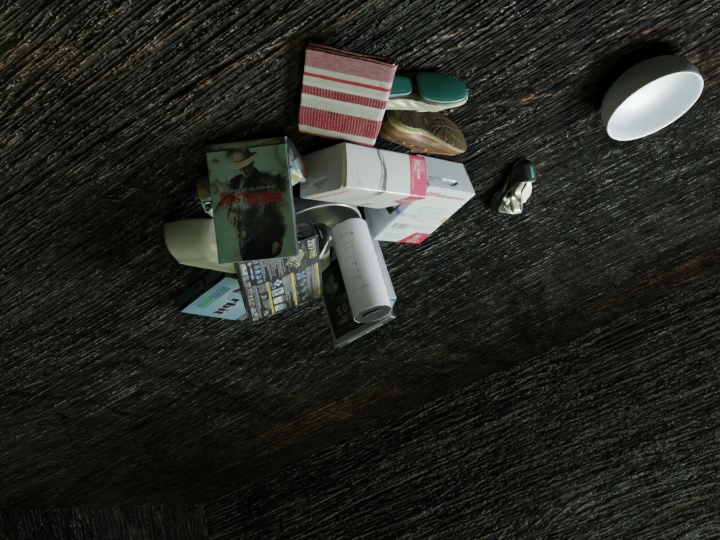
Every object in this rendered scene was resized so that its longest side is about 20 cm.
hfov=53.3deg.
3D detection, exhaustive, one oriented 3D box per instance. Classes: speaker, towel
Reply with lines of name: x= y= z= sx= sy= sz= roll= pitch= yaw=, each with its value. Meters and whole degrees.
speaker: x=0.000 y=0.000 z=1.444 sx=0.080 sy=0.203 sz=0.082 roll=-14 pitch=156 yaw=-7
towel: x=-0.027 y=-0.281 z=1.162 sx=0.141 sy=0.023 sz=0.201 roll=11 pitch=151 yaw=-4

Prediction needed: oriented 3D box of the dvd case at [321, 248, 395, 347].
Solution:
dvd case: x=-0.018 y=0.039 z=1.514 sx=0.149 sy=0.203 sz=0.025 roll=-29 pitch=154 yaw=25

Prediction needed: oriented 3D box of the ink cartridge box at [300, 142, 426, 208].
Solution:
ink cartridge box: x=0.005 y=-0.173 z=1.334 sx=0.197 sy=0.085 sz=0.145 roll=3 pitch=175 yaw=-39

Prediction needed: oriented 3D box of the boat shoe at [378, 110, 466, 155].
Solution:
boat shoe: x=0.113 y=-0.254 z=1.327 sx=0.197 sy=0.073 sz=0.067 roll=11 pitch=149 yaw=-37

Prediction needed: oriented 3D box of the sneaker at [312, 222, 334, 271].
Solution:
sneaker: x=-0.088 y=-0.044 z=1.467 sx=0.078 sy=0.075 sz=0.200 roll=-17 pitch=163 yaw=-24

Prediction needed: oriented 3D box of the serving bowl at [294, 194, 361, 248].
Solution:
serving bowl: x=-0.100 y=-0.105 z=1.481 sx=0.196 sy=0.067 sz=0.201 roll=-16 pitch=155 yaw=-7

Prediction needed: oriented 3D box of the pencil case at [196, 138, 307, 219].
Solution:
pencil case: x=-0.193 y=-0.161 z=1.276 sx=0.197 sy=0.084 sz=0.091 roll=-23 pitch=-172 yaw=7

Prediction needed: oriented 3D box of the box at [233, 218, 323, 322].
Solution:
box: x=-0.153 y=0.005 z=1.351 sx=0.158 sy=0.050 sz=0.202 roll=-19 pitch=146 yaw=-11

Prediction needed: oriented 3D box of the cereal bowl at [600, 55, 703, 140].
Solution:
cereal bowl: x=0.563 y=-0.351 z=1.417 sx=0.196 sy=0.085 sz=0.201 roll=-15 pitch=155 yaw=-7

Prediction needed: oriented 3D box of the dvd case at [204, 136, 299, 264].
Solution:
dvd case: x=-0.184 y=-0.118 z=1.223 sx=0.143 sy=0.205 sz=0.022 roll=-5 pitch=-176 yaw=5

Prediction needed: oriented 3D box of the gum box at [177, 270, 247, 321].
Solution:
gum box: x=-0.301 y=0.054 z=1.695 sx=0.169 sy=0.045 sz=0.198 roll=-34 pitch=150 yaw=29

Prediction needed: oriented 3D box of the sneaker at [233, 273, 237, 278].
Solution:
sneaker: x=-0.215 y=0.008 z=1.505 sx=0.070 sy=0.199 sz=0.078 roll=-44 pitch=117 yaw=-13

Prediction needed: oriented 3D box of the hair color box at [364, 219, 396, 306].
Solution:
hair color box: x=0.002 y=-0.007 z=1.592 sx=0.098 sy=0.203 sz=0.061 roll=-11 pitch=156 yaw=-13

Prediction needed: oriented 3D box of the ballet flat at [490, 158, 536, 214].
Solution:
ballet flat: x=0.350 y=-0.174 z=1.652 sx=0.067 sy=0.069 sz=0.201 roll=-11 pitch=155 yaw=-15

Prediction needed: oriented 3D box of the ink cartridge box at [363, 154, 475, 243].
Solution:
ink cartridge box: x=0.124 y=-0.147 z=1.529 sx=0.144 sy=0.084 sz=0.200 roll=3 pitch=147 yaw=-39

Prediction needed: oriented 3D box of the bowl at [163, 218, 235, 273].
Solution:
bowl: x=-0.264 y=-0.042 z=1.379 sx=0.197 sy=0.076 sz=0.198 roll=12 pitch=170 yaw=-41

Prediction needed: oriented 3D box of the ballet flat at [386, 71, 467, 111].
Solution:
ballet flat: x=0.085 y=-0.301 z=1.223 sx=0.196 sy=0.069 sz=0.062 roll=1 pitch=161 yaw=-17
